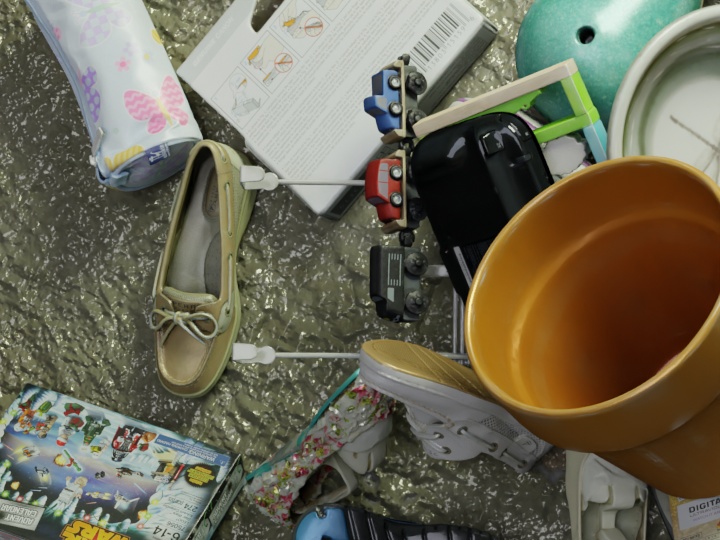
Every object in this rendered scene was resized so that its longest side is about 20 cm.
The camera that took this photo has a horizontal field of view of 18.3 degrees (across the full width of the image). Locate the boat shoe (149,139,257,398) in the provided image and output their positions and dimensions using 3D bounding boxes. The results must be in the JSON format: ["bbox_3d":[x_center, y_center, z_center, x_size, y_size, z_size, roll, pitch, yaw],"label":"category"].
[{"bbox_3d":[-0.129,-0.001,1.763,0.073,0.063,0.202,14,89,21],"label":"boat shoe"}]

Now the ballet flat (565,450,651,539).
[{"bbox_3d":[0.184,0.184,1.625,0.069,0.069,0.201,0,88,20],"label":"ballet flat"}]

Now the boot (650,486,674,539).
[{"bbox_3d":[0.308,0.193,1.571,0.153,0.073,0.204,-32,64,13],"label":"boot"}]

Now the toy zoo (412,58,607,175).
[{"bbox_3d":[0.135,-0.038,1.620,0.131,0.020,0.201,-20,100,27],"label":"toy zoo"}]

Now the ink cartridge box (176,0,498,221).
[{"bbox_3d":[-0.020,-0.170,1.753,0.174,0.044,0.200,44,100,20],"label":"ink cartridge box"}]

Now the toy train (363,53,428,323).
[{"bbox_3d":[0.024,-0.061,1.646,0.046,0.034,0.201,4,80,-21],"label":"toy train"}]

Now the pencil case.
[{"bbox_3d":[-0.199,-0.163,1.795,0.090,0.083,0.201,-22,75,-4],"label":"pencil case"}]

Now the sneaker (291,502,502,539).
[{"bbox_3d":[0.047,0.220,1.676,0.199,0.082,0.074,20,81,2],"label":"sneaker"}]

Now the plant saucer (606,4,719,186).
[{"bbox_3d":[0.253,-0.089,1.602,0.050,0.199,0.201,13,88,64],"label":"plant saucer"}]

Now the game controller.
[{"bbox_3d":[0.107,-0.013,1.613,0.104,0.042,0.201,-14,103,41],"label":"game controller"}]

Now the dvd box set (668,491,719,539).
[{"bbox_3d":[0.280,0.113,1.560,0.146,0.029,0.201,-22,46,21],"label":"dvd box set"}]

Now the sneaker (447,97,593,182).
[{"bbox_3d":[0.134,-0.049,1.658,0.200,0.075,0.100,38,105,11],"label":"sneaker"}]

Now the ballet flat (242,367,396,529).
[{"bbox_3d":[-0.016,0.133,1.678,0.064,0.076,0.200,51,136,7],"label":"ballet flat"}]

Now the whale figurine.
[{"bbox_3d":[0.198,-0.190,1.643,0.159,0.104,0.200,41,97,19],"label":"whale figurine"}]

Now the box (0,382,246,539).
[{"bbox_3d":[-0.208,0.174,1.746,0.199,0.040,0.137,16,52,20],"label":"box"}]

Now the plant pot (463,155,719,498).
[{"bbox_3d":[0.199,0.056,1.508,0.199,0.183,0.201,-21,46,24],"label":"plant pot"}]

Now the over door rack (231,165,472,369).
[{"bbox_3d":[0.000,0.000,1.687,0.199,0.067,0.149,2,81,-11],"label":"over door rack"}]

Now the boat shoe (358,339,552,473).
[{"bbox_3d":[0.068,0.107,1.616,0.069,0.199,0.071,-58,39,11],"label":"boat shoe"}]
